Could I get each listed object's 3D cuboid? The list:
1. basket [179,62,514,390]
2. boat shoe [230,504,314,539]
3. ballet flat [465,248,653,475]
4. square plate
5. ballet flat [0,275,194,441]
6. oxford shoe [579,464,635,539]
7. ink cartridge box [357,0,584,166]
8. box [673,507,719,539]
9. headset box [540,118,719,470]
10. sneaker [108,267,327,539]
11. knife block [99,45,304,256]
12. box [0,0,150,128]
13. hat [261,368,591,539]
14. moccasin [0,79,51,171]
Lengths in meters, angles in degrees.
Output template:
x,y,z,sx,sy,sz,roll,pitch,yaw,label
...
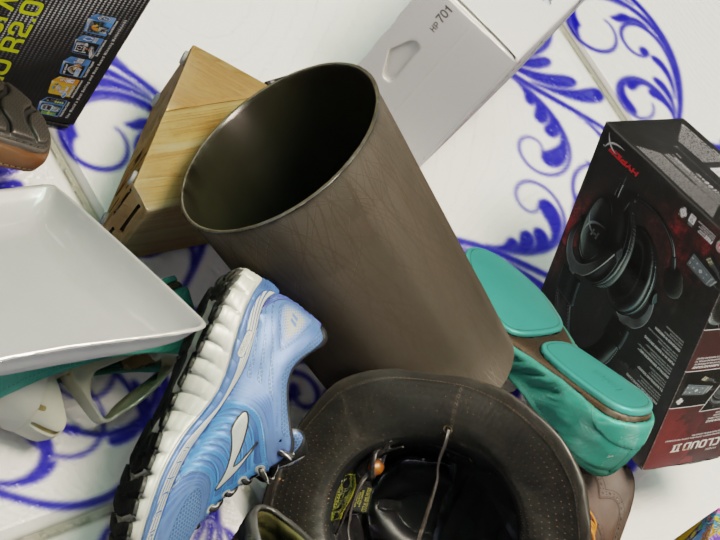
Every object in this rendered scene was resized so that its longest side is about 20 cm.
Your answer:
x,y,z,sx,sy,sz,roll,pitch,yaw,label
0.000,0.000,1.224,0.200,0.136,0.180,57,11,-26,basket
-0.016,0.200,1.098,0.072,0.066,0.201,-5,30,-38,boat shoe
0.112,0.065,1.320,0.067,0.071,0.200,1,32,-39,ballet flat
-0.218,0.011,1.123,0.198,0.029,0.200,-9,31,-33,square plate
-0.171,0.059,1.160,0.200,0.067,0.071,-18,83,-39,ballet flat
0.132,0.174,1.268,0.071,0.073,0.200,44,45,1,oxford shoe
0.090,-0.181,1.452,0.086,0.146,0.200,43,45,-1,ink cartridge box
0.239,0.292,1.220,0.200,0.122,0.193,35,46,-7,box
0.197,0.022,1.333,0.077,0.200,0.149,-4,38,-34,headset box
-0.076,0.104,1.126,0.089,0.079,0.200,26,86,-13,sneaker
-0.061,-0.059,1.318,0.175,0.064,0.200,29,46,-12,knife block
-0.213,-0.172,1.205,0.160,0.200,0.044,9,52,-29,box
0.046,0.153,1.189,0.201,0.200,0.081,59,12,17,hat
-0.284,-0.089,1.192,0.201,0.078,0.074,7,39,-26,moccasin
